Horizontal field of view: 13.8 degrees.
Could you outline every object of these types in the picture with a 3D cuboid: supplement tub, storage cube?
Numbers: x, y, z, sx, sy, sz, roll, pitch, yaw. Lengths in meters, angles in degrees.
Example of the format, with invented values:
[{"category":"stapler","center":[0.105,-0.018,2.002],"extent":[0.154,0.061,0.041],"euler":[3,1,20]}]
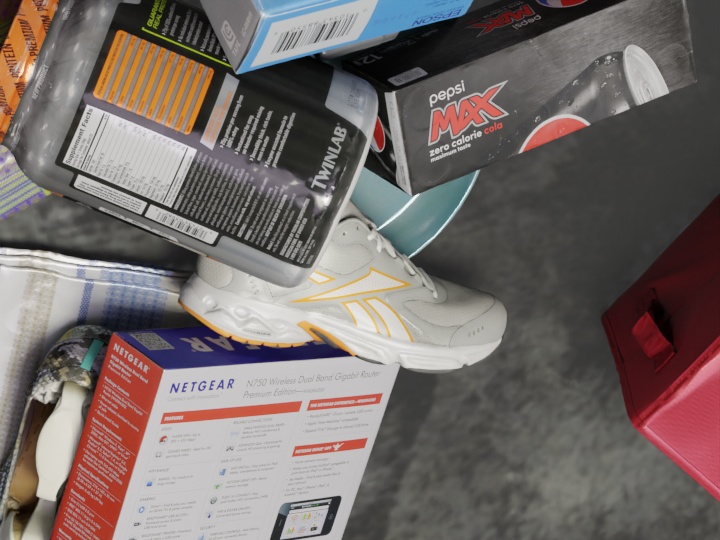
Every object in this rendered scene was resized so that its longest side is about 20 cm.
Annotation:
[{"category":"supplement tub","center":[-0.100,-0.081,1.592],"extent":[0.199,0.123,0.123],"euler":[23,106,-7]},{"category":"storage cube","center":[0.273,0.050,1.754],"extent":[0.200,0.171,0.180],"euler":[39,105,-15]}]

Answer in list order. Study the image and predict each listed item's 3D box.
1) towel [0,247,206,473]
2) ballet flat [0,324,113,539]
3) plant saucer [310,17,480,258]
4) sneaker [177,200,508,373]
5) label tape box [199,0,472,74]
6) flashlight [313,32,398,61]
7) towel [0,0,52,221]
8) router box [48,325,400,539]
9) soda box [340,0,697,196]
[{"category":"towel","center":[-0.168,0.056,1.733],"extent":[0.199,0.024,0.148],"euler":[7,113,-17]},{"category":"ballet flat","center":[-0.180,0.129,1.713],"extent":[0.072,0.072,0.201],"euler":[7,116,-19]},{"category":"plant saucer","center":[-0.022,-0.084,1.708],"extent":[0.199,0.027,0.201],"euler":[-7,115,-16]},{"category":"sneaker","center":[0.000,0.000,1.699],"extent":[0.199,0.076,0.093],"euler":[8,106,-24]},{"category":"label tape box","center":[-0.037,-0.216,1.579],"extent":[0.143,0.201,0.066],"euler":[-17,157,-24]},{"category":"flashlight","center":[0.052,-0.181,1.651],"extent":[0.199,0.068,0.068],"euler":[-18,120,-19]},{"category":"towel","center":[-0.214,-0.095,1.643],"extent":[0.199,0.023,0.144],"euler":[-32,119,-6]},{"category":"router box","center":[-0.081,0.121,1.724],"extent":[0.199,0.049,0.181],"euler":[-2,117,-47]},{"category":"soda box","center":[0.092,-0.113,1.686],"extent":[0.199,0.063,0.071],"euler":[-22,119,-22]}]
